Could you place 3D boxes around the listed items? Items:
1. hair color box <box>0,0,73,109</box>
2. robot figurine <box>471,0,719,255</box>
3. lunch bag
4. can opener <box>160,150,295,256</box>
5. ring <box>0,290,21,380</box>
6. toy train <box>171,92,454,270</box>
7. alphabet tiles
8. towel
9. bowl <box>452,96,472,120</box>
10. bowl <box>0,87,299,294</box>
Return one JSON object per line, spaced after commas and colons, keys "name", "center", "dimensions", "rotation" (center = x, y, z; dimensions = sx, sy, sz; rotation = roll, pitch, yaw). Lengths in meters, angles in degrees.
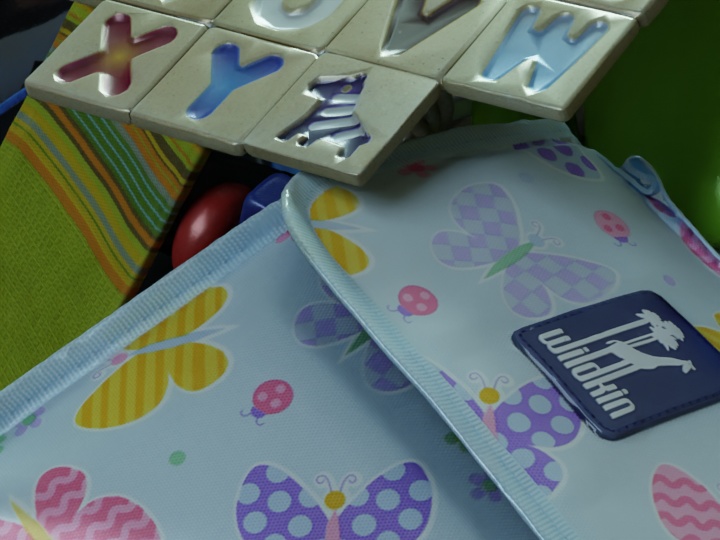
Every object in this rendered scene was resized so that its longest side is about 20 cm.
{"name": "hair color box", "center": [-0.138, -0.098, 0.992], "dimensions": [0.200, 0.111, 0.064], "rotation": [-34, 49, 18]}
{"name": "robot figurine", "center": [0.115, -0.038, 0.733], "dimensions": [0.174, 0.116, 0.201], "rotation": [0, 86, 1]}
{"name": "lunch bag", "center": [0.018, 0.068, 0.628], "dimensions": [0.200, 0.127, 0.170], "rotation": [-33, 60, -9]}
{"name": "can opener", "center": [0.000, 0.000, 0.828], "dimensions": [0.199, 0.063, 0.079], "rotation": [24, 69, 23]}
{"name": "ring", "center": [-0.160, 0.061, 0.918], "dimensions": [0.200, 0.019, 0.201], "rotation": [-19, 65, 47]}
{"name": "toy train", "center": [-0.035, 0.016, 0.757], "dimensions": [0.084, 0.116, 0.201], "rotation": [28, 122, 24]}
{"name": "alphabet tiles", "center": [0.015, -0.097, 0.686], "dimensions": [0.166, 0.006, 0.200], "rotation": [17, 52, 34]}
{"name": "towel", "center": [-0.099, 0.005, 0.834], "dimensions": [0.201, 0.018, 0.086], "rotation": [-61, 41, 19]}
{"name": "bowl", "center": [0.033, -0.099, 0.841], "dimensions": [0.200, 0.201, 0.095], "rotation": [-20, 89, 28]}
{"name": "bowl", "center": [-0.092, 0.016, 0.938], "dimensions": [0.200, 0.039, 0.201], "rotation": [-19, 54, 28]}
